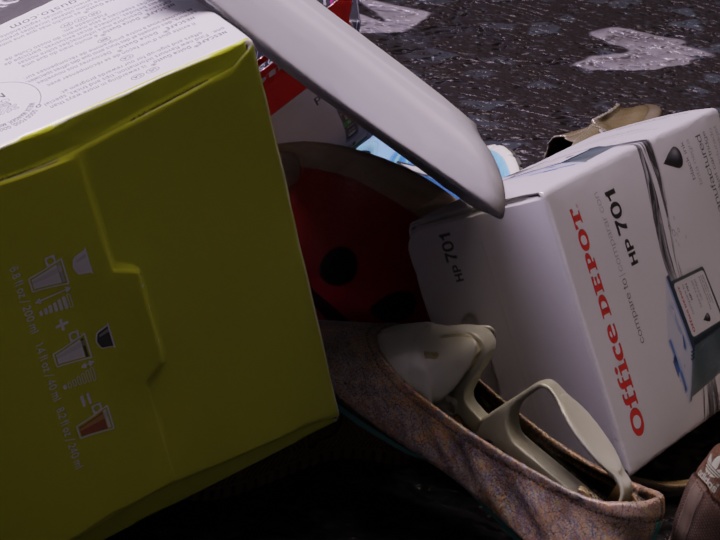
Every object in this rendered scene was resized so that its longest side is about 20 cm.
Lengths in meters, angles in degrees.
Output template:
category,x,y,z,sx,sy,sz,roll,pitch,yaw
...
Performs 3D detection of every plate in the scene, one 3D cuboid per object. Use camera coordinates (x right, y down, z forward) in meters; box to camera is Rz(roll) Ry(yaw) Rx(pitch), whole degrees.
category,x,y,z,sx,sy,sz,roll,pitch,yaw
plate,-0.018,-0.099,1.031,0.200,0.032,0.200,37,2,-7

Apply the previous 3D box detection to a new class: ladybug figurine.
category,x,y,z,sx,sy,sz,roll,pitch,yaw
ladybug figurine,0.000,0.000,1.174,0.135,0.072,0.200,-5,-28,31

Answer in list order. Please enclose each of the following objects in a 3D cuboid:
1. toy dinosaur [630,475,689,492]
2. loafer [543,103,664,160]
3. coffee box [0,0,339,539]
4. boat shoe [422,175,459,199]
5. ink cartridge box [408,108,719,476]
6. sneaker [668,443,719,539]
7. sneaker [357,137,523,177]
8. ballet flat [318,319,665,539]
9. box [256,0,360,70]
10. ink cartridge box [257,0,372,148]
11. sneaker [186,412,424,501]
category,x,y,z,sx,sy,sz,roll,pitch,yaw
toy dinosaur,0.223,0.093,1.136,0.200,0.058,0.101,-23,17,-35
loafer,0.154,-0.067,1.480,0.067,0.076,0.200,16,22,9
coffee box,-0.154,-0.010,0.995,0.200,0.200,0.198,-25,34,-20
boat shoe,-0.034,-0.034,1.367,0.200,0.069,0.084,24,40,28
ink cartridge box,0.125,0.013,1.140,0.086,0.147,0.200,-13,7,34
sneaker,0.237,0.106,1.036,0.199,0.076,0.070,-8,35,-25
sneaker,0.046,-0.039,1.417,0.090,0.079,0.200,-22,25,-16
ballet flat,0.057,0.066,1.026,0.200,0.067,0.068,37,25,13
box,-0.064,-0.145,1.551,0.114,0.133,0.200,8,21,-4
ink cartridge box,-0.056,-0.067,1.229,0.161,0.050,0.200,-38,-3,-7
sneaker,-0.032,0.051,1.129,0.200,0.071,0.112,-9,28,-29
